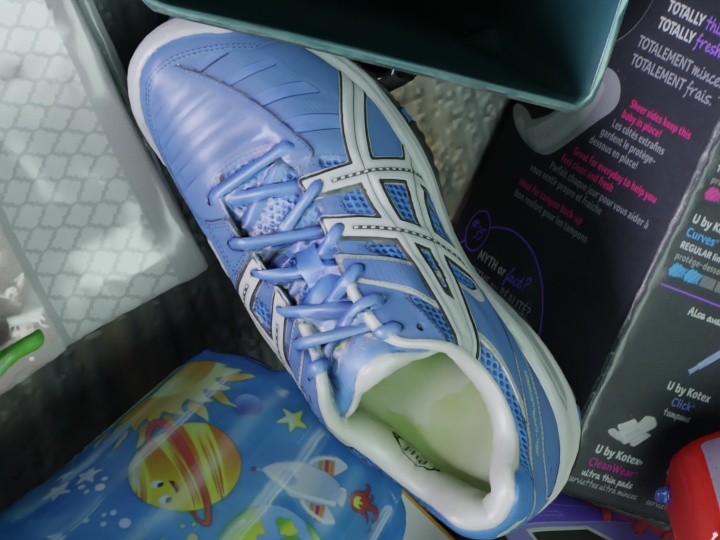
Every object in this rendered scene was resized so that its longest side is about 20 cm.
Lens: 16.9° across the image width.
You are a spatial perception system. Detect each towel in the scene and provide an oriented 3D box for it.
[{"bbox_3d":[-0.163,-0.034,0.770,0.190,0.032,0.201,-30,120,-14],"label":"towel"}]

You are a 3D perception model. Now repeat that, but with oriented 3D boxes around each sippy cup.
[{"bbox_3d":[-0.056,0.102,0.797,0.131,0.139,0.179,-51,138,-28],"label":"sippy cup"}]

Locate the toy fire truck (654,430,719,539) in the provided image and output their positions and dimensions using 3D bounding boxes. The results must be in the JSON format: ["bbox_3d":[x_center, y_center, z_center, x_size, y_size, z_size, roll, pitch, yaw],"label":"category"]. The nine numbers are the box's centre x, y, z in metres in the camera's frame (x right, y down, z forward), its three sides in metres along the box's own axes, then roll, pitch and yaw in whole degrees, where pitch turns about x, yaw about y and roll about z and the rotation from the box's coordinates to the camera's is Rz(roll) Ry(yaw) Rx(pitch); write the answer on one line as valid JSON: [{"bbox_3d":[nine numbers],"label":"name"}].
[{"bbox_3d":[0.094,0.134,0.845,0.140,0.049,0.201,-3,134,-8],"label":"toy fire truck"}]

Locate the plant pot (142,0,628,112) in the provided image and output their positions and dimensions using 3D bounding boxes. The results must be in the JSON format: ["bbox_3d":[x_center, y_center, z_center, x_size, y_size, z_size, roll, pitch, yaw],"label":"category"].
[{"bbox_3d":[-0.017,-0.152,0.698,0.140,0.200,0.142,11,104,-30],"label":"plant pot"}]

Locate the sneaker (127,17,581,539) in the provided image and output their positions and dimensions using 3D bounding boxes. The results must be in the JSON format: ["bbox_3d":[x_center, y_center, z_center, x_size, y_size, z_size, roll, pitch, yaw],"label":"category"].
[{"bbox_3d":[0.000,0.000,0.765,0.076,0.077,0.200,-40,94,16],"label":"sneaker"}]

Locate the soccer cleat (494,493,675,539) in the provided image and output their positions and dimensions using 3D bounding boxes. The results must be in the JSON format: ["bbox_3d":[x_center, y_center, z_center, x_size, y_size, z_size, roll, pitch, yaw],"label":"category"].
[{"bbox_3d":[0.123,0.128,0.931,0.200,0.068,0.073,41,105,-6],"label":"soccer cleat"}]

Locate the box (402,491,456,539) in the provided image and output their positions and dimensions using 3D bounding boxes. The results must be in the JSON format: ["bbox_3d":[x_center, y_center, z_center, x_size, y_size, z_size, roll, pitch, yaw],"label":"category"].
[{"bbox_3d":[-0.005,0.145,0.920,0.119,0.041,0.200,-47,125,-4],"label":"box"}]

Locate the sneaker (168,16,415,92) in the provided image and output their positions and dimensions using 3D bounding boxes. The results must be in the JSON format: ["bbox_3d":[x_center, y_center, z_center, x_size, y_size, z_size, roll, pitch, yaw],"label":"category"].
[{"bbox_3d":[0.015,-0.101,0.806,0.200,0.082,0.073,-43,126,-4],"label":"sneaker"}]

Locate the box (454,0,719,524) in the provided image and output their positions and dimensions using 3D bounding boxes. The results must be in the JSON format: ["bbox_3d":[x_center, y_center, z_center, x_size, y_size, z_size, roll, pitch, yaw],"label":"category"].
[{"bbox_3d":[0.118,-0.022,0.867,0.105,0.122,0.201,18,102,-32],"label":"box"}]
